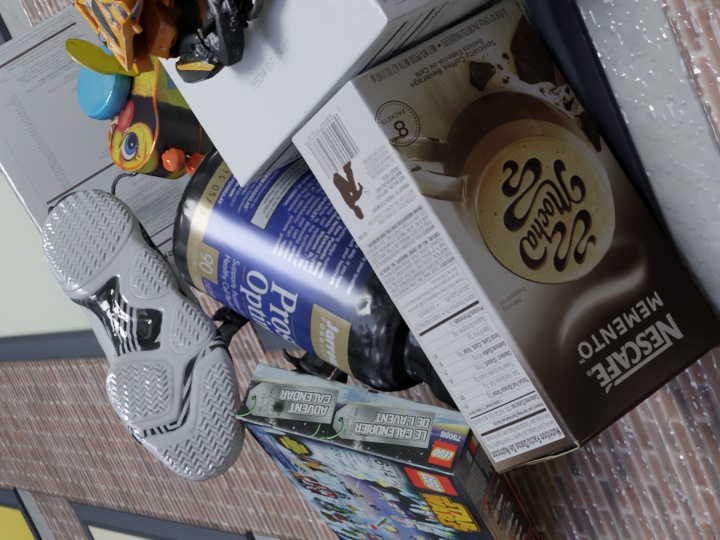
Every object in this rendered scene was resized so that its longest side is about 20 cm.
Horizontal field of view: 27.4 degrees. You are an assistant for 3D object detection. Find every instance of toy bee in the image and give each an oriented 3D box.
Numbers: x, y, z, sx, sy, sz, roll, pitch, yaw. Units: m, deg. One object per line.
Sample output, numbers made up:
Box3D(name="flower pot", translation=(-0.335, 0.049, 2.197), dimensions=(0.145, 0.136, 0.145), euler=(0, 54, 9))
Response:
Box3D(name="toy bee", translation=(-0.123, -0.102, 0.937), dimensions=(0.109, 0.131, 0.201), euler=(24, 122, 47))

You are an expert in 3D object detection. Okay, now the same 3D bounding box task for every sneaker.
Box3D(name="sneaker", translation=(-0.121, 0.048, 0.912), dimensions=(0.200, 0.075, 0.115), euler=(57, 177, 23))

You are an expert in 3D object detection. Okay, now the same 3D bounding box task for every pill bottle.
Box3D(name="pill bottle", translation=(0.000, 0.000, 0.842), dimensions=(0.200, 0.112, 0.112), euler=(28, 139, 26))

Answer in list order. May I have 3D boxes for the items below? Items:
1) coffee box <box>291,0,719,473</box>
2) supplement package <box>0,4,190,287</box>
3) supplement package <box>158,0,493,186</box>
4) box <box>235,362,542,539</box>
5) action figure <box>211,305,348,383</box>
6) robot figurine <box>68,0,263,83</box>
Box3D(name="coffee box", translation=(0.073, -0.017, 0.730), dimensions=(0.200, 0.113, 0.080), euler=(58, 150, 2))
Box3D(name="supplement package", translation=(-0.189, -0.069, 1.055), dimensions=(0.200, 0.114, 0.110), euler=(58, 172, 4))
Box3D(name="supplement package", translation=(-0.028, -0.164, 0.753), dimensions=(0.156, 0.111, 0.200), euler=(58, 149, 3))
Box3D(name="box", translation=(0.023, 0.128, 0.886), dimensions=(0.136, 0.040, 0.200), euler=(11, 154, 25))
Box3D(name="action figure", translation=(-0.040, 0.046, 0.971), dimensions=(0.119, 0.102, 0.201), euler=(12, 130, 54))
Box3D(name="robot figurine", translation=(-0.100, -0.174, 0.682), dimensions=(0.145, 0.058, 0.200), euler=(50, 148, 17))
